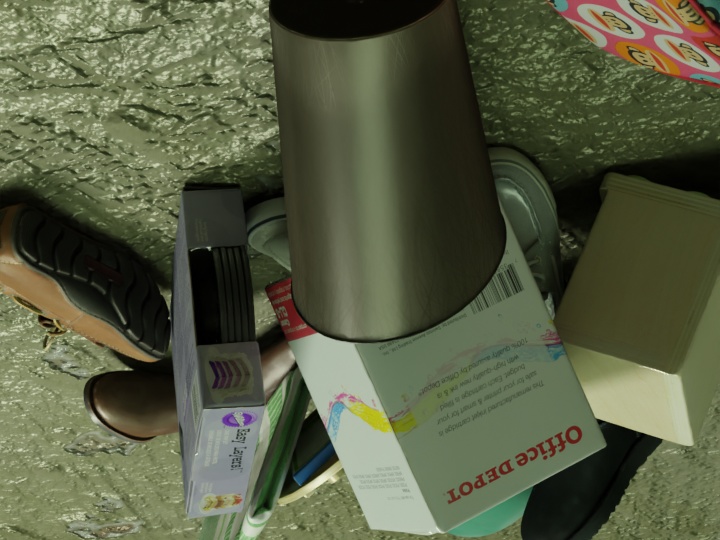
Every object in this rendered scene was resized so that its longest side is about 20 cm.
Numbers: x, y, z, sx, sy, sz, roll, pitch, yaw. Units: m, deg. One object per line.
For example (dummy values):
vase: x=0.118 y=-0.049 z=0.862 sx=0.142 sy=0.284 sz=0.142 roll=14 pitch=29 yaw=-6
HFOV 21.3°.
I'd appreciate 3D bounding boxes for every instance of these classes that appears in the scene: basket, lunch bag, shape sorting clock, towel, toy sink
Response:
basket: x=0.013 y=-0.088 z=1.199 sx=0.136 sy=0.180 sz=0.200 roll=9 pitch=129 yaw=23
lunch bag: x=0.156 y=-0.182 z=1.118 sx=0.176 sy=0.082 sz=0.200 roll=18 pitch=169 yaw=41
shape sorting clock: x=0.006 y=0.113 z=1.517 sx=0.039 sy=0.200 sz=0.200 roll=46 pitch=131 yaw=-10
towel: x=-0.095 y=0.178 z=1.567 sx=0.023 sy=0.153 sz=0.200 roll=24 pitch=146 yaw=-11
toy sink: x=0.227 y=0.006 z=1.440 sx=0.112 sy=0.200 sz=0.130 roll=17 pitch=158 yaw=22

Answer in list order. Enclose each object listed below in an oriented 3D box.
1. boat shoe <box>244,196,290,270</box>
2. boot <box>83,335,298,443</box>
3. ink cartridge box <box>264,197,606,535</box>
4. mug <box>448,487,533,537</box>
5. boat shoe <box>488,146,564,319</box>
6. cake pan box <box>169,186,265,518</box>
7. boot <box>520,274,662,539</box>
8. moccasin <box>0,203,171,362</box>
boat shoe: x=0.000 y=0.000 z=1.453 sx=0.200 sy=0.070 sz=0.071 roll=18 pitch=143 yaw=-35
boot: x=-0.103 y=0.084 z=1.585 sx=0.200 sy=0.064 sz=0.186 roll=-27 pitch=157 yaw=37
ink cartridge box: x=0.050 y=0.069 z=1.354 sx=0.145 sy=0.200 sz=0.145 roll=-24 pitch=-179 yaw=-21
mug: x=0.062 y=0.147 z=1.625 sx=0.185 sy=0.152 sz=0.114 roll=-35 pitch=141 yaw=20
boat shoe: x=0.121 y=0.005 z=1.420 sx=0.070 sy=0.072 sz=0.201 roll=-12 pitch=123 yaw=6
cake pan box: x=-0.110 y=0.061 z=1.429 sx=0.052 sy=0.185 sz=0.200 roll=-4 pitch=149 yaw=-11
boot: x=0.157 y=0.116 z=1.542 sx=0.162 sy=0.198 sz=0.073 roll=45 pitch=167 yaw=-21
moccasin: x=-0.220 y=0.018 z=1.447 sx=0.078 sy=0.074 sz=0.201 roll=-15 pitch=153 yaw=33
